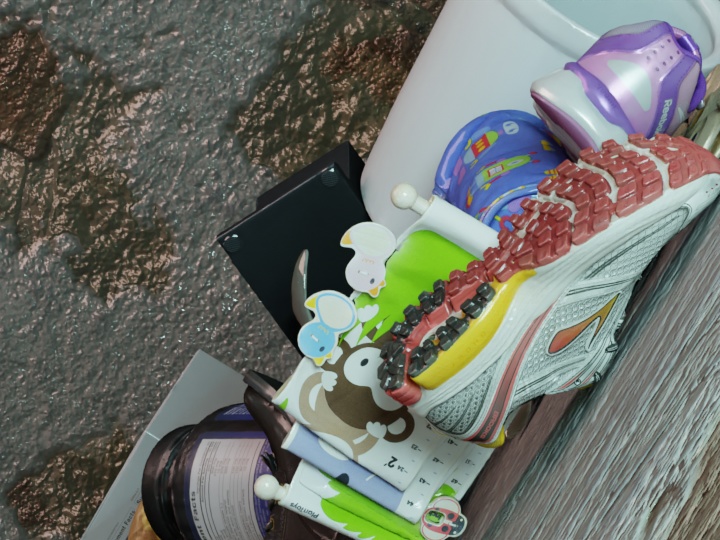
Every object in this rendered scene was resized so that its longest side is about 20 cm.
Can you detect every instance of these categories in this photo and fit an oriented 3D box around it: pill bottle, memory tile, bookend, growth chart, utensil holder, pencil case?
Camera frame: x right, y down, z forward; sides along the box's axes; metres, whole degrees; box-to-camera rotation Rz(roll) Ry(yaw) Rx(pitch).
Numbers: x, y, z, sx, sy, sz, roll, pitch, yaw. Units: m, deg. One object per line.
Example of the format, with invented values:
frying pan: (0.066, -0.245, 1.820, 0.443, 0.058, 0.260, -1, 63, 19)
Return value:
pill bottle: (-0.048, 0.138, 1.664, 0.200, 0.112, 0.112, -5, 48, 51)
memory tile: (0.177, -0.062, 1.446, 0.200, 0.017, 0.153, -58, 2, 25)
bookend: (0.000, 0.000, 1.772, 0.092, 0.200, 0.199, -32, 18, 11)
growth chart: (0.027, 0.059, 1.379, 0.200, 0.144, 0.018, -63, 20, 18)
utensil holder: (0.109, -0.100, 1.634, 0.200, 0.170, 0.170, -60, 0, 31)
pencil case: (0.087, -0.032, 1.464, 0.087, 0.078, 0.200, -20, 16, 0)

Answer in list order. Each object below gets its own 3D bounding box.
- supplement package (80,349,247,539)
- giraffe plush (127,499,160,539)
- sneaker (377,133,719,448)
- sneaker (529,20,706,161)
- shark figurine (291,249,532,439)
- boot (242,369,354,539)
supplement package: (-0.112, 0.207, 2.340, 0.151, 0.200, 0.152, -58, 1, 31)
giraffe plush: (-0.072, 0.243, 1.795, 0.199, 0.173, 0.162, -22, 24, 14)
sneaker: (0.103, 0.009, 1.324, 0.200, 0.082, 0.078, -41, 26, 16)
sneaker: (0.146, -0.091, 1.426, 0.088, 0.081, 0.200, -43, -4, 2)
shark figurine: (0.051, 0.053, 1.591, 0.089, 0.214, 0.129, 38, -131, -59)
boot: (-0.055, 0.173, 1.517, 0.174, 0.200, 0.069, -49, -38, 14)
